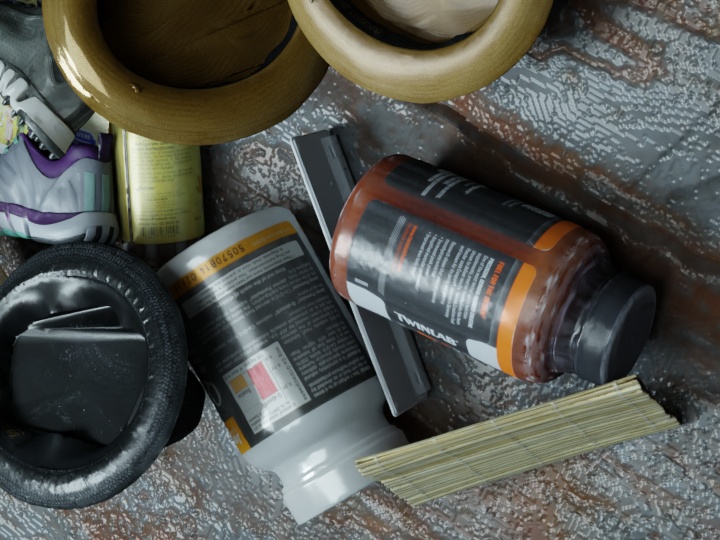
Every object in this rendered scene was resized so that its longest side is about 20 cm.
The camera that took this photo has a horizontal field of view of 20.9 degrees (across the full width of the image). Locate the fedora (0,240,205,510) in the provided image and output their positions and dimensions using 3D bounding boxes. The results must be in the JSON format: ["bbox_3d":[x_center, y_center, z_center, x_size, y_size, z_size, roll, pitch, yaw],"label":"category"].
[{"bbox_3d":[-0.177,0.076,1.332,0.200,0.092,0.201,-10,72,32],"label":"fedora"}]

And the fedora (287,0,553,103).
[{"bbox_3d":[0.045,-0.204,1.237,0.200,0.082,0.201,8,107,29],"label":"fedora"}]

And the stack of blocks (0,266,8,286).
[{"bbox_3d":[-0.305,0.037,1.430,0.115,0.059,0.200,-29,98,43],"label":"stack of blocks"}]

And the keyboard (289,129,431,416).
[{"bbox_3d":[0.000,0.000,1.332,0.011,0.056,0.200,-21,91,33],"label":"keyboard"}]

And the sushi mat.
[{"bbox_3d":[0.101,0.112,1.256,0.200,0.096,0.012,-19,63,21],"label":"sushi mat"}]

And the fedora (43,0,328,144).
[{"bbox_3d":[-0.114,-0.173,1.305,0.082,0.200,0.201,162,87,-76],"label":"fedora"}]

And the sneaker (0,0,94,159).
[{"bbox_3d":[-0.238,-0.164,1.399,0.090,0.066,0.200,-43,53,-3],"label":"sneaker"}]

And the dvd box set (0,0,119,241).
[{"bbox_3d":[-0.235,-0.133,1.461,0.146,0.029,0.200,18,112,28],"label":"dvd box set"}]

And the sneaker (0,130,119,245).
[{"bbox_3d":[-0.253,-0.069,1.435,0.200,0.074,0.088,8,93,33],"label":"sneaker"}]

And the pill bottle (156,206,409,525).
[{"bbox_3d":[-0.051,0.066,1.345,0.116,0.116,0.200,-33,83,33],"label":"pill bottle"}]

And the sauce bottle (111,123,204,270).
[{"bbox_3d":[-0.146,-0.103,1.393,0.065,0.065,0.201,8,106,30],"label":"sauce bottle"}]

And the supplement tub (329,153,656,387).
[{"bbox_3d":[0.086,0.006,1.250,0.200,0.107,0.107,24,114,26],"label":"supplement tub"}]
